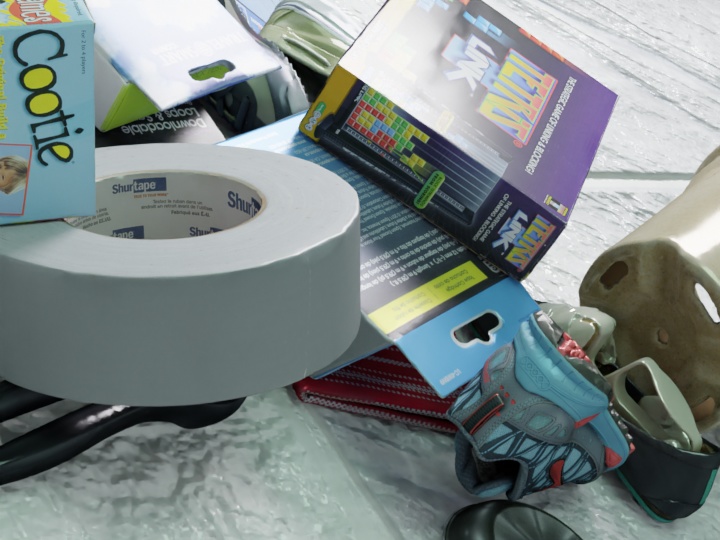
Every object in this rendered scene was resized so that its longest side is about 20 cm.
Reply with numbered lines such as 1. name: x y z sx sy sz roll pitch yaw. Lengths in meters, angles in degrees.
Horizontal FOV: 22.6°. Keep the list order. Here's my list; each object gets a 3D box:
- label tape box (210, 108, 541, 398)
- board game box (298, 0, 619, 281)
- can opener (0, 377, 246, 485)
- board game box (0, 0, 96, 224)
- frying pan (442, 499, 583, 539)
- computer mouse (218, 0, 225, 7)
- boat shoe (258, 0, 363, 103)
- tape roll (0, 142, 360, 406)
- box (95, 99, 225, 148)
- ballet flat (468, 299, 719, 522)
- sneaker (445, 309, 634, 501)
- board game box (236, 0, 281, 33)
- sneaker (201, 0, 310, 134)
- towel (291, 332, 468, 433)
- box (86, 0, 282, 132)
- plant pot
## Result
1. label tape box: 0.000 0.000 1.052 0.200 0.066 0.143 46 35 13
2. board game box: 0.068 -0.100 1.131 0.165 0.057 0.200 33 32 -2
3. can opener: -0.122 0.056 0.894 0.199 0.079 0.064 -15 65 -42
4. board game box: -0.232 -0.085 0.850 0.199 0.105 0.103 -6 33 -17
5. frying pan: 0.078 0.176 0.963 0.115 0.031 0.190 44 29 16
6. computer mouse: -0.172 -0.201 1.168 0.199 0.059 0.034 26 -16 19
7. boat shoe: 0.012 -0.108 1.223 0.200 0.072 0.062 36 56 5
8. tape roll: -0.099 -0.004 0.899 0.199 0.067 0.200 0 21 0
9. box: -0.182 -0.124 1.070 0.143 0.036 0.200 -11 57 -46
10. ballet flat: 0.153 0.068 1.141 0.200 0.073 0.073 47 32 18
11. sneaker: 0.091 0.087 1.020 0.079 0.095 0.200 52 -1 25
12. board game box: -0.047 -0.129 1.262 0.103 0.019 0.200 -1 47 -48
13. sneaker: -0.106 -0.135 1.182 0.082 0.070 0.200 -17 55 -32
14. towel: -0.002 0.014 1.108 0.144 0.023 0.201 14 37 -31
15. box: -0.154 -0.162 1.063 0.200 0.048 0.122 47 38 12
16. plant pot: 0.248 0.019 1.210 0.183 0.201 0.201 -22 62 -42
